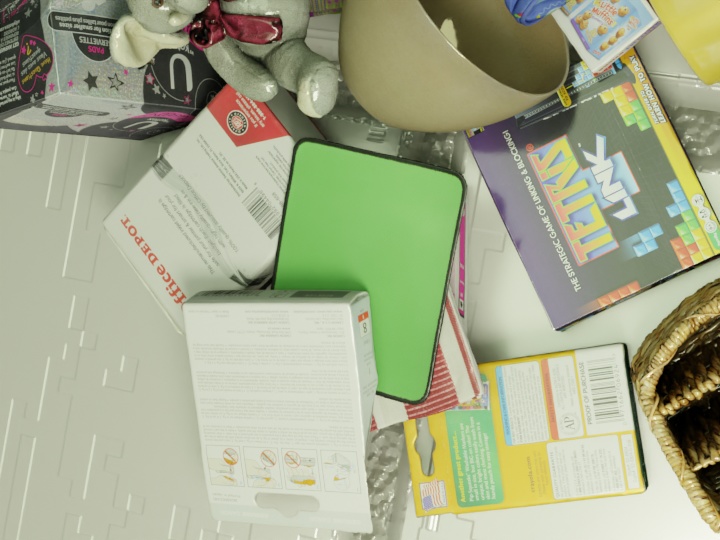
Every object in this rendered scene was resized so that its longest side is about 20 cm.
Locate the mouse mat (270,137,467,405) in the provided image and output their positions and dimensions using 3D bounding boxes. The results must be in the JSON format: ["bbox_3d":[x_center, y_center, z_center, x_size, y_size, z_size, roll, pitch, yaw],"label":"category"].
[{"bbox_3d":[0.000,0.000,1.100,0.160,0.008,0.202,15,102,21],"label":"mouse mat"}]

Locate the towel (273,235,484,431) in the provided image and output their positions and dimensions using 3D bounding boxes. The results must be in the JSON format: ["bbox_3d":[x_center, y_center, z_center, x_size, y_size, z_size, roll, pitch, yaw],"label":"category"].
[{"bbox_3d":[-0.003,0.066,1.125,0.199,0.023,0.145,-19,90,24],"label":"towel"}]

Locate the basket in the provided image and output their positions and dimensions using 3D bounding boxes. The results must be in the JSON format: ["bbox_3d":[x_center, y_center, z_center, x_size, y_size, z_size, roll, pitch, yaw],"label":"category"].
[{"bbox_3d":[0.318,0.081,1.025,0.199,0.149,0.143,-31,99,13],"label":"basket"}]

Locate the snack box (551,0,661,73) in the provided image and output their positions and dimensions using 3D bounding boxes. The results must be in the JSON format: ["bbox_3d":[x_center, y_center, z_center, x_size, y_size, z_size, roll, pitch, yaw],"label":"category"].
[{"bbox_3d":[0.167,-0.267,1.095,0.072,0.024,0.201,-38,81,28],"label":"snack box"}]

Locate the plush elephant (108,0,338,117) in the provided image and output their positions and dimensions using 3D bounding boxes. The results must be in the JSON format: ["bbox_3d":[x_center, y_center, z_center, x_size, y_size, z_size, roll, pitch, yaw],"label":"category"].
[{"bbox_3d":[-0.119,-0.226,1.079,0.200,0.154,0.166,26,113,52],"label":"plush elephant"}]

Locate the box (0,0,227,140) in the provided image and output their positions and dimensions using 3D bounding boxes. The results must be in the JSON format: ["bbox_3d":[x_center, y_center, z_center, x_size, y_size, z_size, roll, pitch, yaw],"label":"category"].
[{"bbox_3d":[-0.232,-0.186,1.171,0.131,0.199,0.116,-10,86,38],"label":"box"}]

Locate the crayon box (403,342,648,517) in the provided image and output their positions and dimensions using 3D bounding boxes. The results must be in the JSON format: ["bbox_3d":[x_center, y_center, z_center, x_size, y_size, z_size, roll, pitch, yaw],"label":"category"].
[{"bbox_3d":[0.140,0.139,1.140,0.198,0.052,0.127,-9,84,15],"label":"crayon box"}]

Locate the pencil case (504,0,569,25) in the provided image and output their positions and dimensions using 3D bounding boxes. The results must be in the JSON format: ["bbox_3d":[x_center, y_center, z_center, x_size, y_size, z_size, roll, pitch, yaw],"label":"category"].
[{"bbox_3d":[0.111,-0.294,1.051,0.078,0.087,0.201,-32,87,-7],"label":"pencil case"}]

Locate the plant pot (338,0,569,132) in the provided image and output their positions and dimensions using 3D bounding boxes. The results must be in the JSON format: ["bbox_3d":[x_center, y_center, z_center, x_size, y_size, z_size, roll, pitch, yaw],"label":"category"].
[{"bbox_3d":[0.058,-0.194,1.099,0.134,0.200,0.201,-36,77,38],"label":"plant pot"}]

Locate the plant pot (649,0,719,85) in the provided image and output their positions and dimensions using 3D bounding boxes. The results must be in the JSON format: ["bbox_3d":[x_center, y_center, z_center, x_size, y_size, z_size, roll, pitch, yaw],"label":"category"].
[{"bbox_3d":[0.326,-0.249,1.039,0.188,0.200,0.202,-31,79,23],"label":"plant pot"}]

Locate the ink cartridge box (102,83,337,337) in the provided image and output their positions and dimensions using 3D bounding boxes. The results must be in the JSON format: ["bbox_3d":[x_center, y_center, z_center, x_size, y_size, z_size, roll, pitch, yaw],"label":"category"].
[{"bbox_3d":[-0.115,-0.056,1.192,0.200,0.084,0.145,-43,77,19],"label":"ink cartridge box"}]

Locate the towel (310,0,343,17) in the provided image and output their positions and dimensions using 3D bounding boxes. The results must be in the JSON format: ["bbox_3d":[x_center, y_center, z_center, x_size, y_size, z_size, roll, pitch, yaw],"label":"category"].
[{"bbox_3d":[-0.094,-0.294,1.191,0.199,0.023,0.145,0,110,37],"label":"towel"}]

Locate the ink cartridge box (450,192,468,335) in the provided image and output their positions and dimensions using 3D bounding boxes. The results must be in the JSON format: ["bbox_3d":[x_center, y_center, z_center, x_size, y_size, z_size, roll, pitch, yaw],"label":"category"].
[{"bbox_3d":[0.045,0.018,1.150,0.094,0.037,0.202,-7,71,24],"label":"ink cartridge box"}]

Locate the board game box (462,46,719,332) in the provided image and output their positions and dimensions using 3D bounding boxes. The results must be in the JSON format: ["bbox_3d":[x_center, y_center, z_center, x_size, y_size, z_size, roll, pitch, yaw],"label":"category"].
[{"bbox_3d":[0.201,-0.072,1.131,0.164,0.057,0.201,-26,80,12],"label":"board game box"}]

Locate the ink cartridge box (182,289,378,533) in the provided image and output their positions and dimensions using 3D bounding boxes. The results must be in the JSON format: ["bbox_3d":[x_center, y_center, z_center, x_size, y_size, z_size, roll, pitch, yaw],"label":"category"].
[{"bbox_3d":[-0.062,0.117,1.123,0.161,0.050,0.202,0,106,23],"label":"ink cartridge box"}]
